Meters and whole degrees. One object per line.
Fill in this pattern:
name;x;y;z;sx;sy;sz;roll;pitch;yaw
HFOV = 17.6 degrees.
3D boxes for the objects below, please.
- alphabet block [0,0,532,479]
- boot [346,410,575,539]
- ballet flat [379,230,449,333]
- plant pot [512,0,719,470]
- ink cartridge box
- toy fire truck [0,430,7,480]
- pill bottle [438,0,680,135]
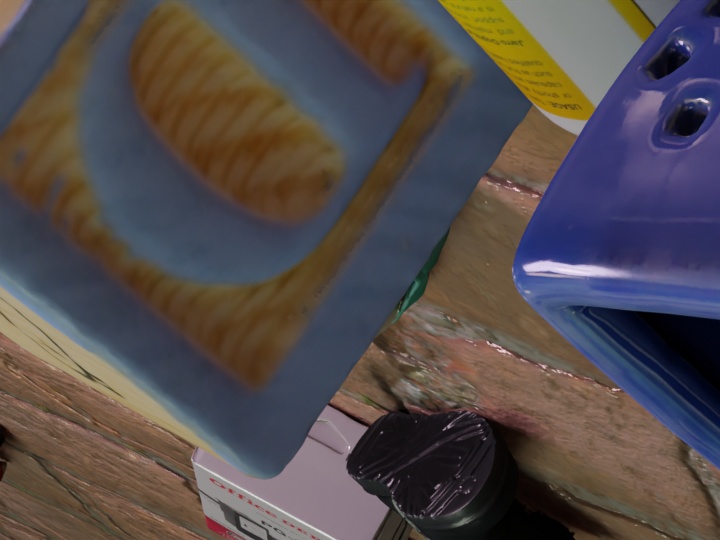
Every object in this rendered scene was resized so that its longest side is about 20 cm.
alphabet block;-0.088;-0.071;0.869;0.195;0.197;0.200;43;167;-33
boot;0.092;0.165;1.478;0.168;0.077;0.200;40;168;-18
ballet flat;0.000;0.000;1.178;0.067;0.071;0.200;29;163;2
plant pot;0.191;-0.021;0.586;0.199;0.181;0.200;6;156;47
ink cartridge box;-0.038;0.160;1.674;0.145;0.084;0.200;27;163;9
toy fire truck;-0.447;0.194;2.426;0.175;0.129;0.200;27;153;11
pill bottle;0.064;-0.106;0.652;0.104;0.105;0.200;10;154;49
